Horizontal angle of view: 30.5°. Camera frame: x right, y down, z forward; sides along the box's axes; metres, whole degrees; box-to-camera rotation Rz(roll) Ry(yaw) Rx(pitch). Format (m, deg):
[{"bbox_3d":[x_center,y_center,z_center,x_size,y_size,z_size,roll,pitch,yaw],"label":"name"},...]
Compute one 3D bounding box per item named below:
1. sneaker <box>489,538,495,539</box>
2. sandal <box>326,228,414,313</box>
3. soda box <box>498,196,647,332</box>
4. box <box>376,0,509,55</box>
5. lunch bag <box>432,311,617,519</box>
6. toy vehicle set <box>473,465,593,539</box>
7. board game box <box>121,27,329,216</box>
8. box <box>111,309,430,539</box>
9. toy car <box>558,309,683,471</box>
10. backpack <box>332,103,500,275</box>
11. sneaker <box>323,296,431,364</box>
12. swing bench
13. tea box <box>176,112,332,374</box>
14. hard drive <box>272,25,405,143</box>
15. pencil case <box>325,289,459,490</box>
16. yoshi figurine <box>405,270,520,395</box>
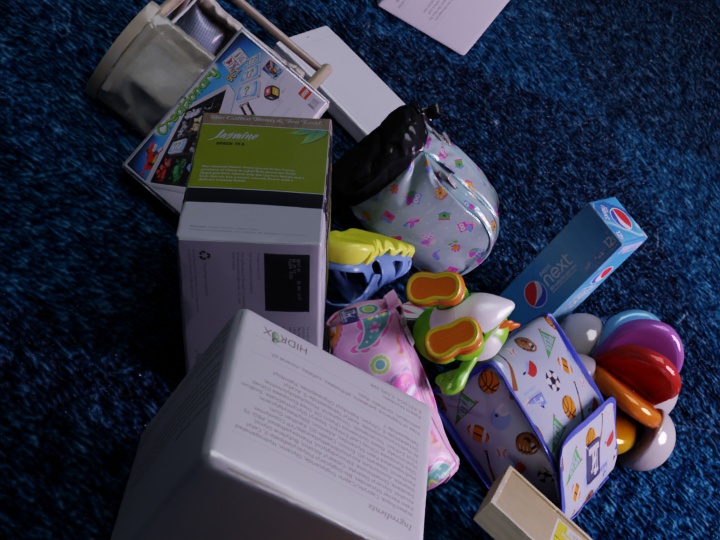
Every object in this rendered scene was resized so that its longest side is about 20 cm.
[{"bbox_3d":[0.149,0.294,1.327,0.200,0.074,0.088,27,26,-37],"label":"sneaker"},{"bbox_3d":[0.000,0.000,1.497,0.079,0.087,0.200,15,9,24],"label":"sandal"},{"bbox_3d":[0.253,0.001,1.613,0.064,0.200,0.068,-13,61,-49],"label":"soda box"},{"bbox_3d":[0.148,-0.490,2.049,0.171,0.199,0.200,27,37,-19],"label":"box"},{"bbox_3d":[0.197,0.170,1.455,0.170,0.124,0.200,-29,88,-53],"label":"lunch bag"},{"bbox_3d":[0.204,0.285,1.300,0.200,0.027,0.124,42,16,7],"label":"toy vehicle set"},{"bbox_3d":[-0.145,-0.146,1.427,0.126,0.200,0.035,41,-2,0],"label":"board game box"},{"bbox_3d":[-0.075,0.185,1.099,0.200,0.199,0.172,29,37,-16],"label":"box"},{"bbox_3d":[0.321,0.124,1.587,0.175,0.150,0.200,34,36,-8],"label":"toy car"},{"bbox_3d":[0.077,-0.086,1.604,0.200,0.167,0.127,39,39,-23],"label":"backpack"},{"bbox_3d":[0.047,0.063,1.466,0.199,0.121,0.084,-6,94,-8],"label":"sneaker"},{"bbox_3d":[-0.172,-0.219,1.523,0.199,0.130,0.200,39,35,-3],"label":"swing bench"},{"bbox_3d":[-0.097,-0.016,1.281,0.133,0.200,0.197,3,40,0],"label":"tea box"},{"bbox_3d":[-0.015,-0.244,1.784,0.200,0.026,0.132,46,35,9],"label":"hard drive"},{"bbox_3d":[0.033,0.122,1.317,0.087,0.087,0.200,-28,101,-53],"label":"pencil case"},{"bbox_3d":[0.086,0.060,1.325,0.112,0.113,0.200,29,0,19],"label":"yoshi figurine"}]
